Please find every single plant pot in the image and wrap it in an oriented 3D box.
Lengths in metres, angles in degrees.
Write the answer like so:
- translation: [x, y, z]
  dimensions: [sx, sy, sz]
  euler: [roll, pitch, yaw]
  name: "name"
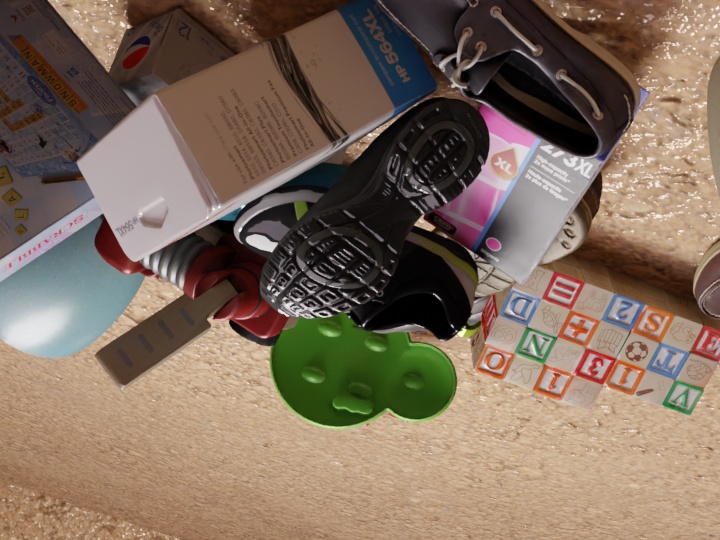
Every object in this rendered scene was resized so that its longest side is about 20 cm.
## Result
- translation: [-0.268, -0.036, 1.135]
  dimensions: [0.135, 0.200, 0.200]
  euler: [-28, 135, 26]
  name: "plant pot"

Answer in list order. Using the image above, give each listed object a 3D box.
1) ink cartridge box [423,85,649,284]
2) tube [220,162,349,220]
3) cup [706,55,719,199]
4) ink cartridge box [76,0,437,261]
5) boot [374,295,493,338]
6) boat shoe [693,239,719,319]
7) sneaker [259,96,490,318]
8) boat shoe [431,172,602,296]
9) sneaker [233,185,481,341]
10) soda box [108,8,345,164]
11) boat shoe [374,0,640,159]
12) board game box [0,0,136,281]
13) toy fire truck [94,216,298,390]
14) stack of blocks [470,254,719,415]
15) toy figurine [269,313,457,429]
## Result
- translation: [0.119, -0.078, 0.874]
  dimensions: [0.095, 0.037, 0.200]
  euler: [34, 140, 7]
  name: "ink cartridge box"
- translation: [-0.085, -0.065, 0.948]
  dimensions: [0.200, 0.050, 0.078]
  euler: [6, 125, -5]
  name: "tube"
- translation: [0.312, -0.049, 0.766]
  dimensions: [0.200, 0.143, 0.200]
  euler: [13, 155, 6]
  name: "cup"
- translation: [-0.071, -0.097, 0.828]
  dimensions: [0.146, 0.200, 0.084]
  euler: [-24, 96, 55]
  name: "ink cartridge box"
- translation: [0.122, 0.062, 1.210]
  dimensions: [0.200, 0.069, 0.174]
  euler: [-12, 143, 43]
  name: "boot"
- translation: [0.326, 0.009, 0.965]
  dimensions: [0.072, 0.072, 0.200]
  euler: [22, 155, -13]
  name: "boat shoe"
- translation: [0.009, -0.044, 0.865]
  dimensions: [0.076, 0.200, 0.091]
  euler: [46, -171, -17]
  name: "sneaker"
- translation: [0.122, -0.033, 1.000]
  dimensions: [0.072, 0.068, 0.200]
  euler: [50, 142, -12]
  name: "boat shoe"
- translation: [0.000, 0.000, 0.913]
  dimensions: [0.200, 0.083, 0.072]
  euler: [15, 141, -7]
  name: "sneaker"
- translation: [-0.103, -0.119, 0.974]
  dimensions: [0.068, 0.064, 0.200]
  euler: [-8, 146, 42]
  name: "soda box"
- translation: [0.084, -0.140, 0.772]
  dimensions: [0.200, 0.063, 0.073]
  euler: [32, 140, -1]
  name: "boat shoe"
- translation: [-0.274, -0.100, 0.869]
  dimensions: [0.200, 0.199, 0.041]
  euler: [50, 158, 9]
  name: "board game box"
- translation: [-0.151, 0.005, 0.988]
  dimensions: [0.176, 0.129, 0.200]
  euler: [32, -167, 14]
  name: "toy fire truck"
- translation: [0.212, 0.061, 1.089]
  dimensions: [0.200, 0.059, 0.115]
  euler: [19, 113, -7]
  name: "stack of blocks"
- translation: [0.016, 0.119, 1.338]
  dimensions: [0.200, 0.150, 0.184]
  euler: [16, 167, 13]
  name: "toy figurine"
